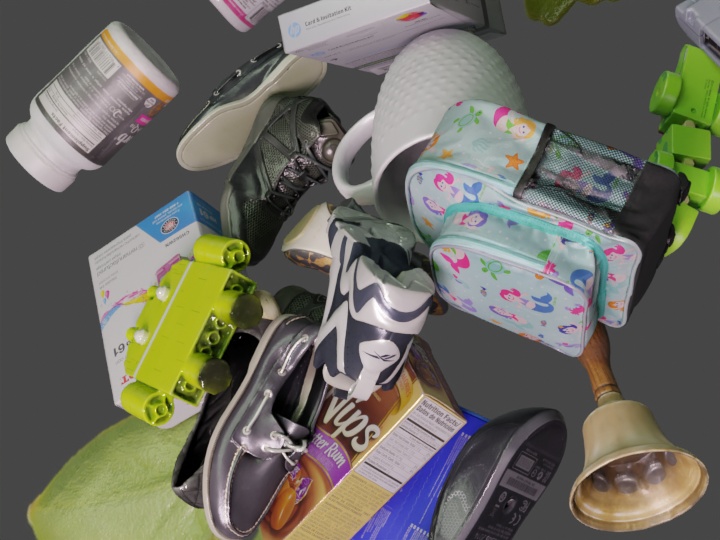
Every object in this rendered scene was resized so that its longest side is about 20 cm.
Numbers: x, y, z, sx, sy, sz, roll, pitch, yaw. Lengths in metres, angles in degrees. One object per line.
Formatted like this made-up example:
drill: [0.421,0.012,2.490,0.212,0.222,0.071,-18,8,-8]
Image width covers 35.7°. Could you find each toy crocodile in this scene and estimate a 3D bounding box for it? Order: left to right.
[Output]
toy crocodile: [0.277,-0.106,0.959,0.067,0.062,0.201,15,67,-4]

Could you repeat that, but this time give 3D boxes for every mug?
mug: [0.061,-0.127,1.050,0.199,0.148,0.176,-21,45,23]

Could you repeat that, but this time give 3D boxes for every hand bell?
hand bell: [0.198,0.095,0.896,0.104,0.104,0.200,-26,41,19]

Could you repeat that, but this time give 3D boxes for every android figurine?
android figurine: [-0.161,0.052,1.020,0.200,0.041,0.183,13,75,57]

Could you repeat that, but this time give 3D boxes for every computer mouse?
computer mouse: [0.085,0.184,0.869,0.053,0.138,0.200,31,84,40]

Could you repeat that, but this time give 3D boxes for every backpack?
backpack: [0.130,-0.037,0.875,0.200,0.178,0.151,30,72,19]

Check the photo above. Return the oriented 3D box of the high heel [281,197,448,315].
high heel: [0.000,0.000,1.090,0.071,0.143,0.200,-51,14,-17]

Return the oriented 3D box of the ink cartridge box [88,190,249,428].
ink cartridge box: [-0.190,0.041,1.161,0.144,0.085,0.200,-32,53,15]

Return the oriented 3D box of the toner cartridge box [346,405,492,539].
toner cartridge box: [0.047,0.209,0.942,0.095,0.043,0.201,22,78,38]

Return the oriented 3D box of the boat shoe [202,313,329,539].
boat shoe: [-0.073,0.131,0.938,0.063,0.073,0.201,2,68,49]

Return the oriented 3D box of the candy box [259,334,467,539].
candy box: [-0.009,0.150,0.956,0.200,0.056,0.117,-47,30,13]

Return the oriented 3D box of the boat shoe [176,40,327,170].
boat shoe: [-0.132,-0.193,1.258,0.199,0.074,0.066,-42,48,6]

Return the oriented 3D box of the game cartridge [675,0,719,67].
game cartridge: [0.375,-0.190,0.931,0.133,0.041,0.200,-31,55,0]

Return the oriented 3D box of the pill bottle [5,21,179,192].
pill bottle: [-0.326,-0.196,1.359,0.200,0.116,0.116,-42,50,8]

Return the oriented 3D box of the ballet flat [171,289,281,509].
ballet flat: [-0.112,0.110,0.977,0.066,0.057,0.201,5,71,29]

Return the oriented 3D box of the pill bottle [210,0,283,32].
pill bottle: [-0.099,-0.387,1.316,0.200,0.113,0.114,-38,51,9]

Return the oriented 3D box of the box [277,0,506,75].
box: [0.036,-0.240,1.097,0.155,0.200,0.041,-13,88,28]

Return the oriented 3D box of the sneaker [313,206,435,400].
sneaker: [-0.001,0.034,0.908,0.199,0.079,0.130,-122,50,-62]

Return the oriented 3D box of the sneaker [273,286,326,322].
sneaker: [-0.067,0.114,1.037,0.114,0.076,0.200,15,68,44]

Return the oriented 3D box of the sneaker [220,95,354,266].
sneaker: [-0.075,-0.099,1.168,0.114,0.076,0.200,0,60,40]
